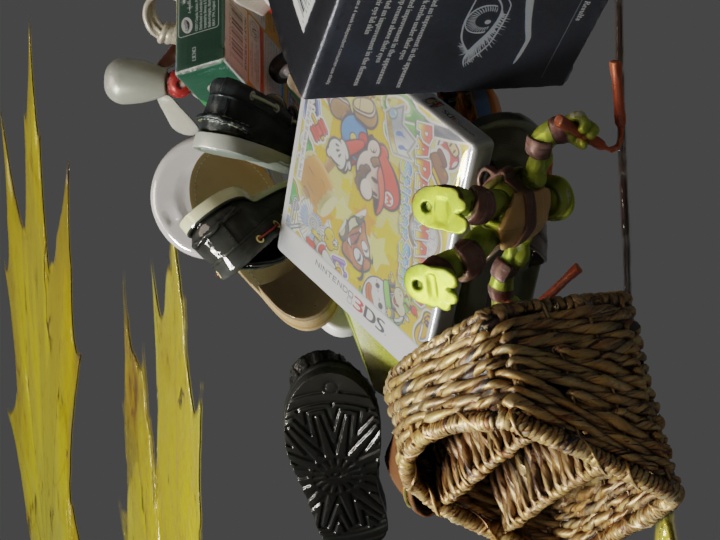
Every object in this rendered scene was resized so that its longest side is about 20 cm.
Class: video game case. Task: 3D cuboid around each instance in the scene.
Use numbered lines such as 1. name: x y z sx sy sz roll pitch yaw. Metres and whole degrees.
1. video game case: 0.012 -0.051 1.301 0.182 0.023 0.201 42 135 36

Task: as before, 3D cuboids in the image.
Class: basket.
1. basket: 0.102 0.118 1.217 0.200 0.141 0.150 133 128 -62

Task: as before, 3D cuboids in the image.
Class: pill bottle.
1. pill bottle: -0.128 -0.068 1.737 0.200 0.113 0.116 -12 -83 -86

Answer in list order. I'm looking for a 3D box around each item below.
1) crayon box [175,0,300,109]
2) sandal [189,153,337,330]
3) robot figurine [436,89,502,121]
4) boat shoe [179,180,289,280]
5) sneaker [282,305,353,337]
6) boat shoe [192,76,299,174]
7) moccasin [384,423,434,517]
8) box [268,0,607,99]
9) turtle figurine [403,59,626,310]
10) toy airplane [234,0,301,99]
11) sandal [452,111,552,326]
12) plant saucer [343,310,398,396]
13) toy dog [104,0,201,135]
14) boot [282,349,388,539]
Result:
1. crayon box: -0.094 -0.180 1.594 0.200 0.051 0.127 45 -143 -55
2. sandal: -0.084 -0.014 1.597 0.212 0.077 0.070 53 168 34
3. robot figurine: 0.045 -0.131 1.344 0.058 0.144 0.202 -21 -80 -67
4. boat shoe: -0.082 -0.030 1.471 0.063 0.074 0.201 52 -165 5
5. sneaker: -0.034 0.023 1.660 0.201 0.070 0.100 -114 25 -53
6. boat shoe: -0.073 -0.114 1.489 0.200 0.075 0.061 10 -89 -75
7. moccasin: 0.059 0.123 1.424 0.202 0.073 0.078 108 147 -48
8. box: 0.056 -0.199 1.182 0.148 0.198 0.105 116 143 -51
9. turtle figurine: 0.096 -0.044 1.182 0.064 0.161 0.201 37 125 27
10. toy airplane: -0.026 -0.221 1.473 0.201 0.141 0.199 55 177 -12
11. sandal: 0.104 -0.019 1.279 0.057 0.079 0.203 -125 27 -55
12. plant saucer: 0.000 0.000 1.478 0.200 0.047 0.201 72 178 -54
13. toy dog: -0.137 -0.184 1.748 0.133 0.199 0.096 -64 11 10
14. boot: -0.024 0.114 1.541 0.159 0.079 0.212 -95 0 -47
